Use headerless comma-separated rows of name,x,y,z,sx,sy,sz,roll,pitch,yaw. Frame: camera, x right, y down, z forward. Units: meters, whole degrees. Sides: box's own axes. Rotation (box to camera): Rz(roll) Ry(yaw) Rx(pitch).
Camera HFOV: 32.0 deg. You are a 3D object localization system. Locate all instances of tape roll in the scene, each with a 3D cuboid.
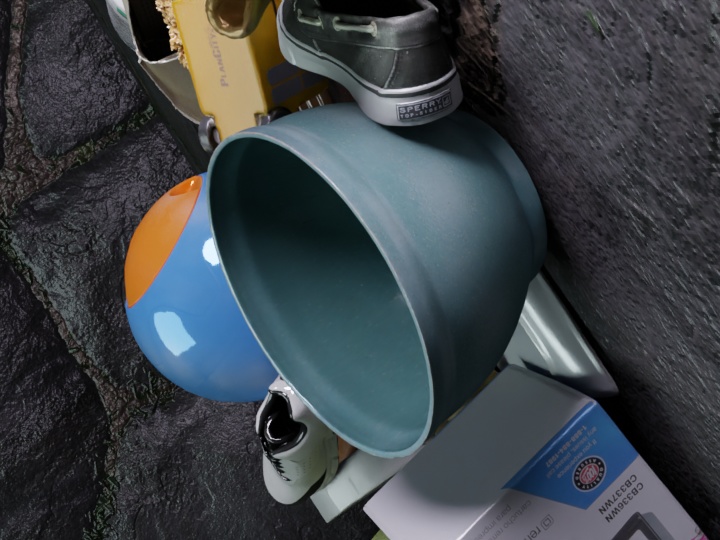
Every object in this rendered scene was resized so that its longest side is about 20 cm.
tape roll,0.041,0.157,1.132,0.037,0.202,0.203,55,172,9

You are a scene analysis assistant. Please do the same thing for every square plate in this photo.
square plate,0.094,0.016,0.884,0.199,0.028,0.200,55,172,6

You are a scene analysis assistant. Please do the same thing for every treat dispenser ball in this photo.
treat dispenser ball,-0.104,0.012,1.081,0.202,0.200,0.201,55,172,12

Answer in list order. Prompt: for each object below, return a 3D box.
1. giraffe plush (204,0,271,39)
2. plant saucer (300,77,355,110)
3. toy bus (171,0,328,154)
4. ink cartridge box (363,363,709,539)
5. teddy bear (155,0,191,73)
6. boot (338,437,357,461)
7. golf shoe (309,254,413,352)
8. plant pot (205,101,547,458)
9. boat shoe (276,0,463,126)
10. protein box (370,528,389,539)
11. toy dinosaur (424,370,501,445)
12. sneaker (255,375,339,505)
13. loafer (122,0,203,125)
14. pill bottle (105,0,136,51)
giraffe plush,-0.078,-0.196,0.598,0.163,0.200,0.172,52,148,-11
plant saucer,-0.021,-0.130,0.922,0.201,0.034,0.200,61,172,14
toy bus,-0.075,-0.162,0.806,0.065,0.078,0.202,5,119,38
ink cartridge box,0.132,0.191,0.813,0.200,0.147,0.146,49,172,-13
teddy bear,-0.118,-0.204,0.900,0.145,0.066,0.201,8,-122,-62
boot,-0.013,0.100,1.287,0.188,0.068,0.201,47,124,53
golf shoe,-0.020,0.002,0.838,0.200,0.094,0.078,43,150,19
plant pot,0.022,-0.014,0.723,0.200,0.134,0.201,39,147,32
boat shoe,0.001,-0.143,0.703,0.200,0.070,0.064,-135,28,-57
protein box,0.117,0.283,1.068,0.135,0.199,0.200,37,-175,-36
toy dinosaur,0.068,0.084,0.926,0.201,0.100,0.059,83,-168,-45
sneaker,-0.057,0.130,1.005,0.074,0.080,0.201,42,141,21
loafer,-0.151,-0.184,1.017,0.201,0.075,0.069,63,-163,-45
pill bottle,-0.177,-0.255,1.142,0.114,0.113,0.200,57,171,-1
